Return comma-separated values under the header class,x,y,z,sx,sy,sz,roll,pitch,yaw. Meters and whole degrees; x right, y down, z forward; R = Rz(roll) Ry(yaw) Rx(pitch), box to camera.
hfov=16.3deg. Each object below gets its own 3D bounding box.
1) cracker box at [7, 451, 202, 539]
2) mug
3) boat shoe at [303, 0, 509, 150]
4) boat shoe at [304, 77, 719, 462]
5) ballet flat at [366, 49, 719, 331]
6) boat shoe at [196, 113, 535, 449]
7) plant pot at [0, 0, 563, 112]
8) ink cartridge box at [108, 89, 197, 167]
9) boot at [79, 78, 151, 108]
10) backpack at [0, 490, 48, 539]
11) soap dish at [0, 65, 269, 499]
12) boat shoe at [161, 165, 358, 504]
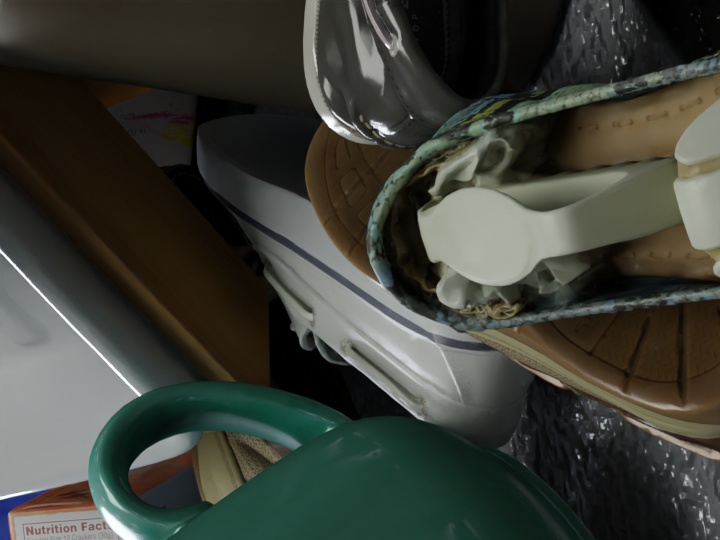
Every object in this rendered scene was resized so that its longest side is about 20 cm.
class,x,y,z,sx,sy,sz,roll,pitch,yaw
cracker box,-0.090,0.184,1.060,0.134,0.057,0.201,-21,-74,-76
mug,0.010,0.108,0.774,0.185,0.114,0.152,59,162,-11
boat shoe,0.016,-0.134,0.698,0.057,0.067,0.201,-3,89,61
boat shoe,0.060,0.001,0.721,0.200,0.072,0.072,30,171,45
ballet flat,0.080,-0.018,0.602,0.200,0.074,0.075,-14,85,45
boat shoe,0.000,0.000,0.871,0.200,0.072,0.066,33,123,49
plant pot,-0.050,-0.135,0.807,0.200,0.173,0.201,31,125,59
ink cartridge box,-0.133,-0.062,1.075,0.068,0.115,0.201,-113,26,-53
boot,-0.125,-0.061,0.946,0.144,0.201,0.071,-5,52,32
backpack,-0.199,0.057,1.172,0.163,0.199,0.169,-138,54,-66
soap dish,-0.140,0.006,0.906,0.200,0.081,0.157,-17,124,44
boat shoe,-0.037,0.025,0.959,0.072,0.072,0.200,-48,42,27
